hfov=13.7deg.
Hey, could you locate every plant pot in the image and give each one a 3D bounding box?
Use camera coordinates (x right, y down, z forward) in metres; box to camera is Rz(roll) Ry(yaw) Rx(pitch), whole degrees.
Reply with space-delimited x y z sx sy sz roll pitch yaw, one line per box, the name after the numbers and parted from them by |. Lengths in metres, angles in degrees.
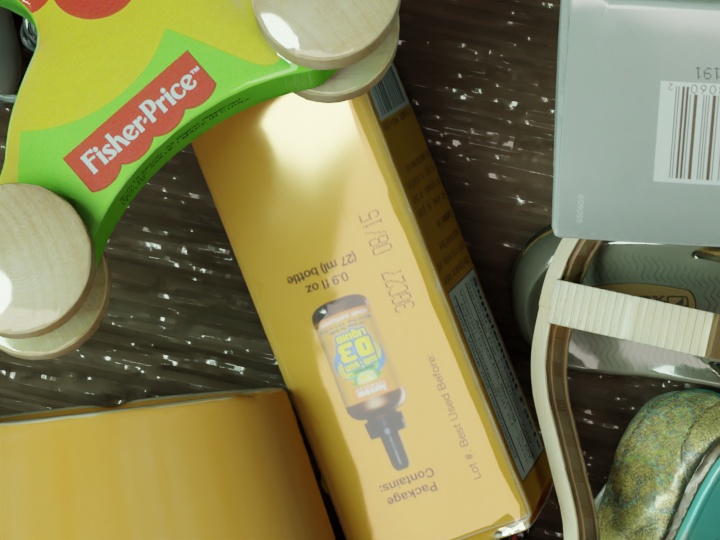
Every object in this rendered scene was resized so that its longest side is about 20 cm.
-0.075 0.137 1.001 0.199 0.200 0.185 -6 89 10 | plant pot

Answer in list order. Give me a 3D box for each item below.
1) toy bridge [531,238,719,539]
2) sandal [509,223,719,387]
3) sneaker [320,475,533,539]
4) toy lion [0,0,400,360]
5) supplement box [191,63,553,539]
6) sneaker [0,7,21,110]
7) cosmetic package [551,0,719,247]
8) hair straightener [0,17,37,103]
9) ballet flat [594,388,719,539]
0.095 0.016 1.031 0.067 0.027 0.201 12 90 29 | toy bridge
0.147 0.010 1.048 0.199 0.055 0.082 -1 115 14 | sandal
0.021 0.145 1.135 0.082 0.078 0.201 5 109 12 | sneaker
-0.094 -0.103 0.935 0.200 0.069 0.192 -42 82 -4 | toy lion
0.000 0.000 1.032 0.066 0.069 0.201 -20 93 14 | supplement box
-0.141 -0.145 1.002 0.084 0.073 0.201 -13 113 16 | sneaker
0.114 -0.083 0.934 0.106 0.200 0.091 2 119 3 | cosmetic package
-0.064 -0.108 0.974 0.199 0.077 0.041 -22 155 -10 | hair straightener
0.092 0.135 1.097 0.070 0.071 0.201 24 97 -5 | ballet flat
